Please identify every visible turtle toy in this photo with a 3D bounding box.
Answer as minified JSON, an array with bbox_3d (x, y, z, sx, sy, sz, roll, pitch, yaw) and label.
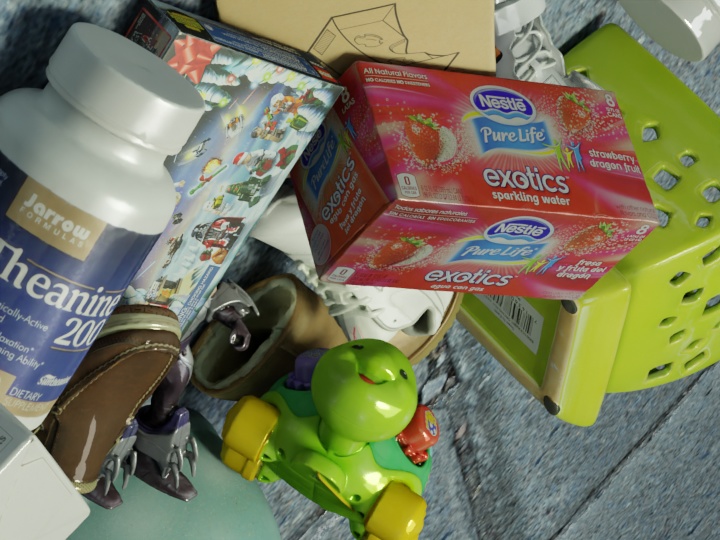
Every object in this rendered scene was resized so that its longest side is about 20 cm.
[{"bbox_3d":[-0.008,0.104,1.828,0.101,0.145,0.200,-58,175,-14],"label":"turtle toy"}]

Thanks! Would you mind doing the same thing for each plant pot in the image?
[{"bbox_3d":[-0.126,0.212,1.913,0.200,0.134,0.201,-42,157,-23],"label":"plant pot"},{"bbox_3d":[0.166,-0.020,2.047,0.181,0.200,0.199,-32,153,-27],"label":"plant pot"}]

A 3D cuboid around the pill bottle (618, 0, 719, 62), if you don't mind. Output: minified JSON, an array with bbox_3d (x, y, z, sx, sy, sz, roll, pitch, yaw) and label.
[{"bbox_3d":[0.273,-0.246,2.000,0.200,0.113,0.113,-48,158,-9],"label":"pill bottle"}]

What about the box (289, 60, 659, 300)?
[{"bbox_3d":[0.066,-0.052,1.701,0.199,0.100,0.095,5,146,-34],"label":"box"}]

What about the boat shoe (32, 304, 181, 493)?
[{"bbox_3d":[-0.161,0.092,1.629,0.074,0.075,0.202,5,149,-37],"label":"boat shoe"}]

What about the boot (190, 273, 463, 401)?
[{"bbox_3d":[-0.017,0.034,1.940,0.175,0.066,0.200,-52,157,2],"label":"boot"}]

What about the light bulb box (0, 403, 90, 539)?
[{"bbox_3d":[-0.275,0.107,1.367,0.198,0.200,0.125,-46,159,-11],"label":"light bulb box"}]

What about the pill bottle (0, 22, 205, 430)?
[{"bbox_3d":[-0.166,-0.024,1.492,0.200,0.111,0.111,-57,157,14],"label":"pill bottle"}]

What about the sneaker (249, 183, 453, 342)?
[{"bbox_3d":[0.000,0.000,1.822,0.199,0.078,0.100,15,81,-46],"label":"sneaker"}]

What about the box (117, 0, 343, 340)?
[{"bbox_3d":[-0.114,-0.046,1.603,0.137,0.040,0.200,14,115,-47],"label":"box"}]

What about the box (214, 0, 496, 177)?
[{"bbox_3d":[0.000,-0.126,1.668,0.163,0.021,0.200,-12,150,-5],"label":"box"}]

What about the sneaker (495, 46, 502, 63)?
[{"bbox_3d":[0.042,-0.091,1.822,0.070,0.090,0.201,-37,154,-31],"label":"sneaker"}]

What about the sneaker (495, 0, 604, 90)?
[{"bbox_3d":[0.105,-0.147,1.823,0.075,0.115,0.200,-37,154,-34],"label":"sneaker"}]

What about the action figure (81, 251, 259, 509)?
[{"bbox_3d":[-0.123,0.054,1.762,0.130,0.069,0.201,-17,137,-40],"label":"action figure"}]
